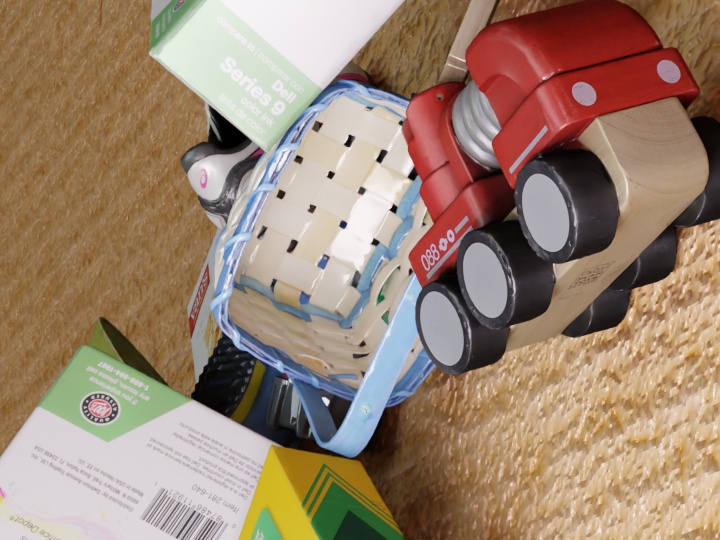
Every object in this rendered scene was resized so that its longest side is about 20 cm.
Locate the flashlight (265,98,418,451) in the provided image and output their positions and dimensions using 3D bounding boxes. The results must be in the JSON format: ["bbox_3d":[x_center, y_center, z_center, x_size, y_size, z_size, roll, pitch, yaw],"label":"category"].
[{"bbox_3d":[0.000,0.000,1.642,0.068,0.067,0.201,18,-95,-73],"label":"flashlight"}]

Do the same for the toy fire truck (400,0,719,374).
[{"bbox_3d":[0.078,-0.081,1.319,0.201,0.128,0.176,64,149,17],"label":"toy fire truck"}]

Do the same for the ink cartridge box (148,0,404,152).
[{"bbox_3d":[-0.015,-0.176,1.497,0.200,0.087,0.145,-49,14,11],"label":"ink cartridge box"}]

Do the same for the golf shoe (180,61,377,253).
[{"bbox_3d":[-0.046,-0.087,1.714,0.073,0.092,0.200,-38,14,30],"label":"golf shoe"}]

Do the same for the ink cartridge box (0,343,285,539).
[{"bbox_3d":[-0.135,0.162,1.499,0.200,0.144,0.084,-55,-23,-21],"label":"ink cartridge box"}]

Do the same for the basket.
[{"bbox_3d":[0.006,-0.014,1.496,0.177,0.139,0.200,-62,17,11],"label":"basket"}]

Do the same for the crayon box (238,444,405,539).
[{"bbox_3d":[-0.030,0.214,1.385,0.173,0.058,0.201,-122,48,-61],"label":"crayon box"}]

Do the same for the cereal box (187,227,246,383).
[{"bbox_3d":[-0.069,0.034,1.861,0.200,0.039,0.144,-103,30,-52],"label":"cereal box"}]

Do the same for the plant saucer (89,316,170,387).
[{"bbox_3d":[-0.103,0.114,1.697,0.031,0.200,0.200,-38,23,0],"label":"plant saucer"}]

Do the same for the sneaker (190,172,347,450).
[{"bbox_3d":[-0.032,0.035,1.719,0.066,0.078,0.201,-7,52,53],"label":"sneaker"}]
